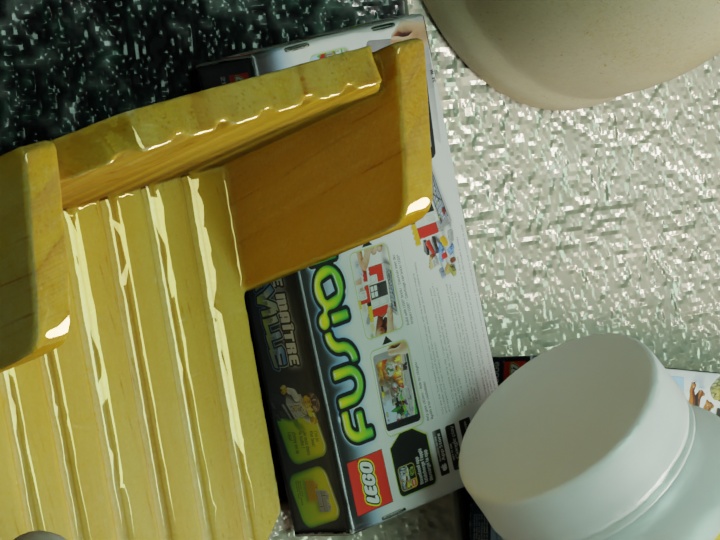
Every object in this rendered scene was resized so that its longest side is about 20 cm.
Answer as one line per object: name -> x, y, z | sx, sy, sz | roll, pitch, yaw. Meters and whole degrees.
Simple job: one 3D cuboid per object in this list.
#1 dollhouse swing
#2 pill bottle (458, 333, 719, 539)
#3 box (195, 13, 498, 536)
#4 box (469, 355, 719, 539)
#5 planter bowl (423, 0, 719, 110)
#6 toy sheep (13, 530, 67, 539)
dollhouse swing -> -0.067, 0.037, 1.080 | 0.200, 0.182, 0.176 | -18, 88, -44
pill bottle -> 0.132, 0.129, 1.238 | 0.200, 0.114, 0.114 | 53, 53, -28
box -> 0.000, 0.000, 1.226 | 0.110, 0.035, 0.200 | -17, 98, -46
box -> 0.131, 0.113, 1.345 | 0.200, 0.038, 0.137 | 6, 82, -44
planter bowl -> 0.130, -0.179, 1.305 | 0.200, 0.135, 0.201 | 6, 81, -44
toy sheep -> -0.128, 0.155, 1.003 | 0.138, 0.200, 0.138 | -24, 90, -87
